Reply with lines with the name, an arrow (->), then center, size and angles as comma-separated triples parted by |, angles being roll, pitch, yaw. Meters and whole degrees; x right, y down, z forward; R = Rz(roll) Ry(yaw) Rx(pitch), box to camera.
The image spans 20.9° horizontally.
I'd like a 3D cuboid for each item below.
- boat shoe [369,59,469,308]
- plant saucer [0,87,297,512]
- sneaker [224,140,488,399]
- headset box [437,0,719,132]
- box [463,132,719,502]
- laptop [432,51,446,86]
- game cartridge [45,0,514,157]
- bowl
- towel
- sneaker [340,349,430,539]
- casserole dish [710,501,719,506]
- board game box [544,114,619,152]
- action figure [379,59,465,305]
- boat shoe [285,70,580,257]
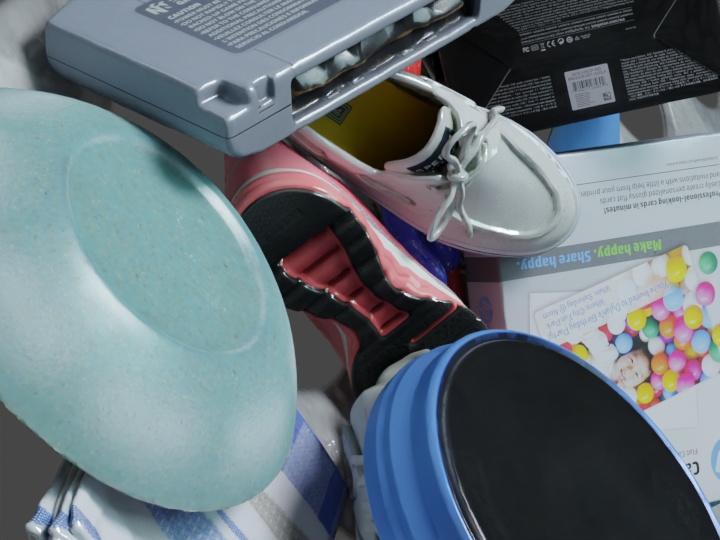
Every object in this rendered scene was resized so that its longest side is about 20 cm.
boat shoe -> 0.035, -0.042, 1.067 | 0.063, 0.073, 0.201 | -34, 96, -52
plant saucer -> -0.087, -0.001, 0.772 | 0.201, 0.039, 0.201 | 37, 30, -26
sneaker -> 0.000, 0.000, 0.951 | 0.200, 0.074, 0.087 | 49, 11, -40
headset box -> 0.127, -0.140, 1.091 | 0.200, 0.148, 0.075 | -61, 138, -71
box -> 0.136, 0.033, 1.051 | 0.156, 0.041, 0.201 | -8, 95, -26
laptop -> 0.023, -0.134, 1.204 | 0.177, 0.103, 0.200 | -62, 147, -61
game cartridge -> -0.036, -0.120, 0.877 | 0.200, 0.133, 0.042 | -33, 131, -37
bowl -> 0.089, 0.113, 0.839 | 0.200, 0.039, 0.201 | 31, 36, -26
towel -> -0.060, 0.099, 0.791 | 0.147, 0.024, 0.200 | 55, 25, -20
sneaker -> 0.019, 0.104, 0.868 | 0.200, 0.078, 0.100 | -84, 152, -64
casserole dish -> 0.158, 0.068, 1.131 | 0.200, 0.121, 0.039 | 56, 19, -16
board game box -> 0.121, -0.030, 1.213 | 0.158, 0.039, 0.200 | -48, 140, -52
action figure -> -0.004, -0.048, 1.014 | 0.065, 0.099, 0.200 | -53, 137, -67
boat shoe -> 0.032, -0.059, 0.930 | 0.202, 0.075, 0.086 | 31, 4, -22
